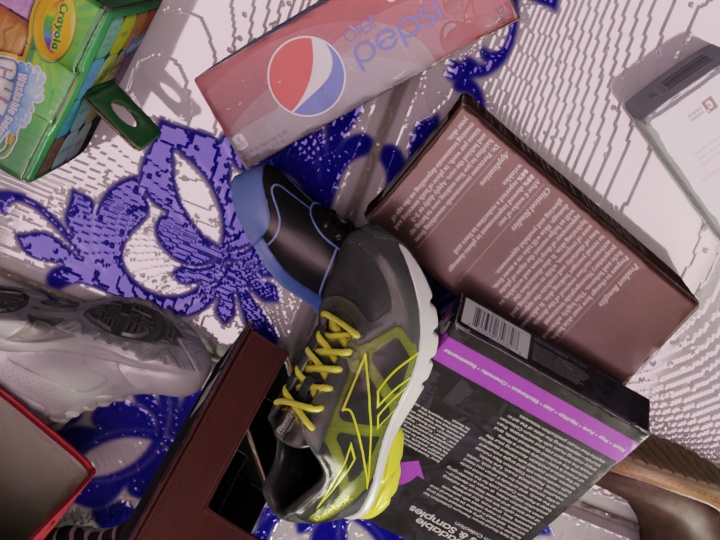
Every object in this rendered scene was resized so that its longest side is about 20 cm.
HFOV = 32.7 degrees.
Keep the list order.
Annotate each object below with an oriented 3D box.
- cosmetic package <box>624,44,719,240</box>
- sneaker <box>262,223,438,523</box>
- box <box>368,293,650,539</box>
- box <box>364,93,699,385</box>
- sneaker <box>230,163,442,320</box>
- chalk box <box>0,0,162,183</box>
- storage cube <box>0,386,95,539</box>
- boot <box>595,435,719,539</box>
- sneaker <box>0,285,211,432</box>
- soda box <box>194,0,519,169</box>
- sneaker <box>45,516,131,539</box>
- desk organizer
[{"bbox_3d":[0.253,-0.039,0.765,0.074,0.102,0.201,-34,98,13],"label":"cosmetic package"},{"bbox_3d":[-0.010,0.072,0.744,0.074,0.084,0.202,25,117,43],"label":"sneaker"},{"bbox_3d":[0.075,0.118,0.810,0.142,0.036,0.200,29,129,-9],"label":"box"},{"bbox_3d":[0.111,-0.013,0.800,0.200,0.075,0.100,41,104,-4],"label":"box"},{"bbox_3d":[0.000,0.000,0.813,0.078,0.070,0.200,-31,109,23],"label":"sneaker"},{"bbox_3d":[-0.211,-0.144,0.771,0.199,0.125,0.125,30,106,-4],"label":"chalk box"},{"bbox_3d":[-0.317,0.173,0.809,0.200,0.171,0.180,40,124,-1],"label":"storage cube"},{"bbox_3d":[0.215,0.212,0.847,0.199,0.072,0.168,21,104,-4],"label":"boot"},{"bbox_3d":[-0.198,0.071,0.858,0.198,0.078,0.100,9,112,12],"label":"sneaker"},{"bbox_3d":[-0.002,-0.145,0.780,0.199,0.063,0.070,-27,101,11],"label":"soda box"},{"bbox_3d":[-0.157,0.229,0.893,0.199,0.076,0.115,-20,143,35],"label":"sneaker"},{"bbox_3d":[-0.092,0.141,0.794,0.077,0.201,0.072,32,142,-7],"label":"desk organizer"}]
